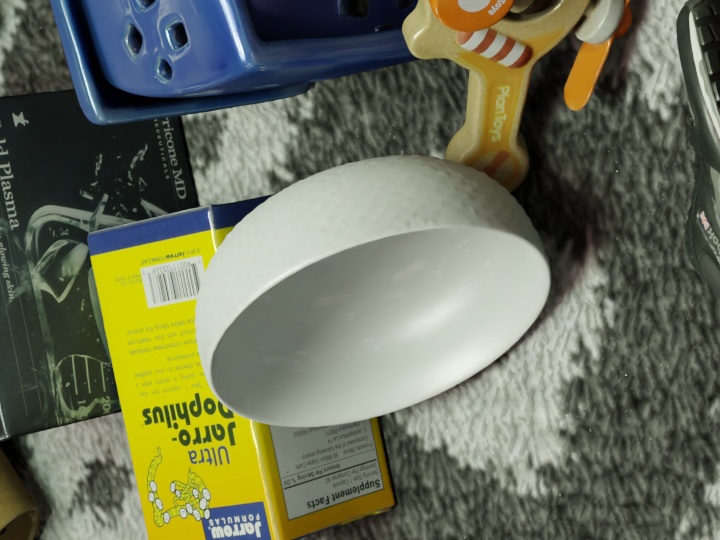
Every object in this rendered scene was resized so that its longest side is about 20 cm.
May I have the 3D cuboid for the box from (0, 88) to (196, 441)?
[{"bbox_3d":[-0.202,-0.002,1.641,0.123,0.196,0.201,-12,90,39],"label":"box"}]

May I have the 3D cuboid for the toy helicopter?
[{"bbox_3d":[0.086,-0.120,1.449,0.079,0.131,0.201,-109,18,-45],"label":"toy helicopter"}]

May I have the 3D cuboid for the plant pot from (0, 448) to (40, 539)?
[{"bbox_3d":[-0.319,0.139,1.793,0.200,0.186,0.187,36,120,15],"label":"plant pot"}]

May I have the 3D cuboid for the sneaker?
[{"bbox_3d":[0.191,-0.040,1.386,0.087,0.075,0.201,-26,81,46],"label":"sneaker"}]

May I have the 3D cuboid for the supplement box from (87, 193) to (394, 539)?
[{"bbox_3d":[-0.071,0.060,1.599,0.109,0.109,0.201,-11,90,41],"label":"supplement box"}]

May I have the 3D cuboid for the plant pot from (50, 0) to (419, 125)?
[{"bbox_3d":[-0.073,-0.190,1.505,0.179,0.199,0.201,-19,86,46],"label":"plant pot"}]

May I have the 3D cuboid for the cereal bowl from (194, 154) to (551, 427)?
[{"bbox_3d":[0.000,0.000,1.479,0.200,0.199,0.084,-44,54,36],"label":"cereal bowl"}]
